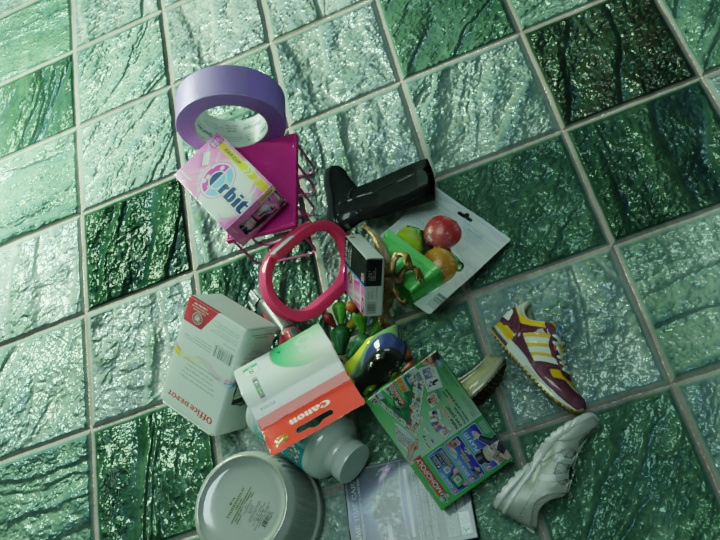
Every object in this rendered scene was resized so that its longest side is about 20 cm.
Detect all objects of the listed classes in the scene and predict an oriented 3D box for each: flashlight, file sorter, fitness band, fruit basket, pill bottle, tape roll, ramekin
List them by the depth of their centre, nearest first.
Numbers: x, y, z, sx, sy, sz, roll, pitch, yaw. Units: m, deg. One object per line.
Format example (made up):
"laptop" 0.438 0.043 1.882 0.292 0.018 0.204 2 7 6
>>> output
"ramekin" -0.167 0.382 1.320 0.200 0.105 0.201 -9 61 17
"pill bottle" -0.083 0.260 1.342 0.200 0.111 0.111 28 77 32
"fitness band" -0.089 0.000 1.439 0.037 0.144 0.200 -4 31 50
"fruit basket" 0.126 -0.035 1.441 0.200 0.094 0.185 -39 57 -19
"flashlight" -0.140 0.104 1.459 0.068 0.068 0.200 -40 43 -3
"tape roll" -0.237 -0.289 1.526 0.200 0.200 0.066 -11 65 16
"file sorter" -0.159 -0.127 1.560 0.139 0.125 0.200 -12 60 17

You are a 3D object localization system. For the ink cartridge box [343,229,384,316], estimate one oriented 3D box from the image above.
"ink cartridge box" 0.000 0.000 1.375 0.037 0.095 0.200 -1 16 -11

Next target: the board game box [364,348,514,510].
"board game box" 0.117 0.238 1.251 0.134 0.029 0.200 -35 87 3

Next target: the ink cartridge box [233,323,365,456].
"ink cartridge box" -0.099 0.176 1.272 0.161 0.050 0.200 -29 27 -6

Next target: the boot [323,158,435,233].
"boot" 0.035 -0.160 1.511 0.200 0.066 0.165 -23 50 21

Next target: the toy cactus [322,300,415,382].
"toy cactus" -0.011 0.140 1.398 0.165 0.102 0.200 -46 66 6

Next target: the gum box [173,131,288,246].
"gum box" -0.230 -0.144 1.482 0.114 0.066 0.200 -45 56 -2

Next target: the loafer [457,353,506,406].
"loafer" 0.145 0.197 1.308 0.200 0.076 0.068 -43 65 -2

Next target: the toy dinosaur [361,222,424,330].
"toy dinosaur" 0.042 -0.004 1.359 0.106 0.060 0.200 -15 72 30

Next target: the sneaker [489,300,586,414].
"sneaker" 0.291 0.131 1.285 0.090 0.075 0.200 -43 58 3

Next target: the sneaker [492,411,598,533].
"sneaker" 0.286 0.294 1.219 0.082 0.075 0.200 41 90 17

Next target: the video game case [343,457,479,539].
"video game case" 0.074 0.361 1.288 0.200 0.019 0.143 -16 60 14

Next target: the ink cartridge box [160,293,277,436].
"ink cartridge box" -0.246 0.159 1.429 0.146 0.083 0.200 27 106 30

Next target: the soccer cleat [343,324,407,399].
"soccer cleat" 0.006 0.154 1.317 0.200 0.065 0.084 -41 23 41
